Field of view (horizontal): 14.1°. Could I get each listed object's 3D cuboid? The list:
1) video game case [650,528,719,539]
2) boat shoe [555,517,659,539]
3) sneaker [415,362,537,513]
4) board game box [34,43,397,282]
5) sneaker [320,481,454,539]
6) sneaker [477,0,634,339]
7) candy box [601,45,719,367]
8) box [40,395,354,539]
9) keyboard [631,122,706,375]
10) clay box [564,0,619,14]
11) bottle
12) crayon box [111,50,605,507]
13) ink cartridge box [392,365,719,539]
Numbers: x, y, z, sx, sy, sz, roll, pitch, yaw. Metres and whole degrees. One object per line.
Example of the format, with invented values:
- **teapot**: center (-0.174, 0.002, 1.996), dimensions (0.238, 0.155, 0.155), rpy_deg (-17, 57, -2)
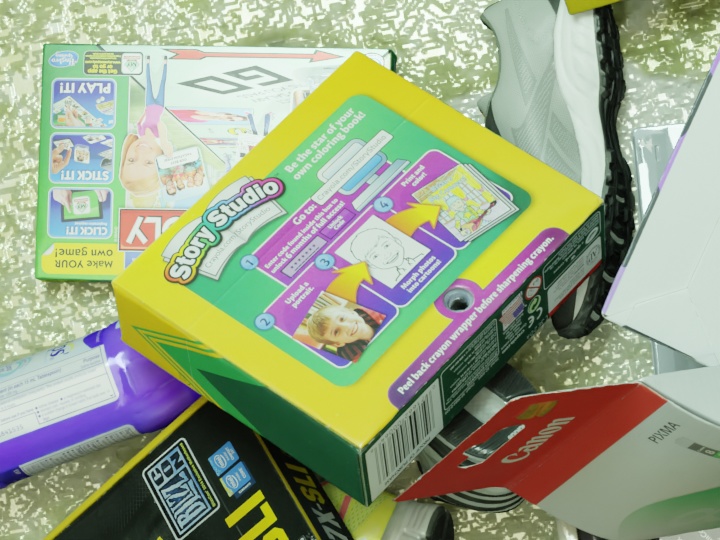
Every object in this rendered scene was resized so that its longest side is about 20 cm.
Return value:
- **video game case**: center (0.197, 0.202, 1.592), dimensions (0.143, 0.019, 0.200), rpy_deg (43, 92, 8)
- **boat shoe**: center (0.148, 0.186, 1.555), dimensions (0.063, 0.073, 0.200), rpy_deg (-13, 79, 9)
- **sneaker**: center (0.016, 0.062, 1.583), dimensions (0.076, 0.115, 0.200), rpy_deg (-36, 63, -22)
- **board game box**: center (-0.081, -0.058, 1.639), dimensions (0.200, 0.029, 0.135), rpy_deg (1, 85, 7)
- **sneaker**: center (-0.027, 0.206, 1.597), dimensions (0.090, 0.078, 0.200), rpy_deg (25, 85, 19)
- **sneaker**: center (0.106, -0.060, 1.602), dimensions (0.079, 0.074, 0.201), rpy_deg (-6, 79, 16)
- **candy box**: center (0.204, -0.067, 1.484), dimensions (0.071, 0.200, 0.168), rpy_deg (25, 116, 7)
- **box**: center (-0.073, 0.186, 1.560), dimensions (0.160, 0.049, 0.200), rpy_deg (-40, 61, 16)
- **keyboard**: center (0.186, 0.016, 1.603), dimensions (0.056, 0.011, 0.200), rpy_deg (-5, 80, 1)
- **clay box**: center (0.194, -0.216, 1.580), dimensions (0.200, 0.048, 0.115), rpy_deg (-17, 45, 6)
- **bottle**: center (-0.134, 0.062, 1.608), dimensions (0.200, 0.084, 0.065), rpy_deg (-20, 92, 6)
- **crayon box**: center (0.000, 0.000, 1.520), dimensions (0.172, 0.058, 0.200), rpy_deg (32, 62, 26)
- **ink cartridge box**: center (0.138, 0.096, 1.457), dimensions (0.200, 0.161, 0.050), rpy_deg (-9, 71, -26)
